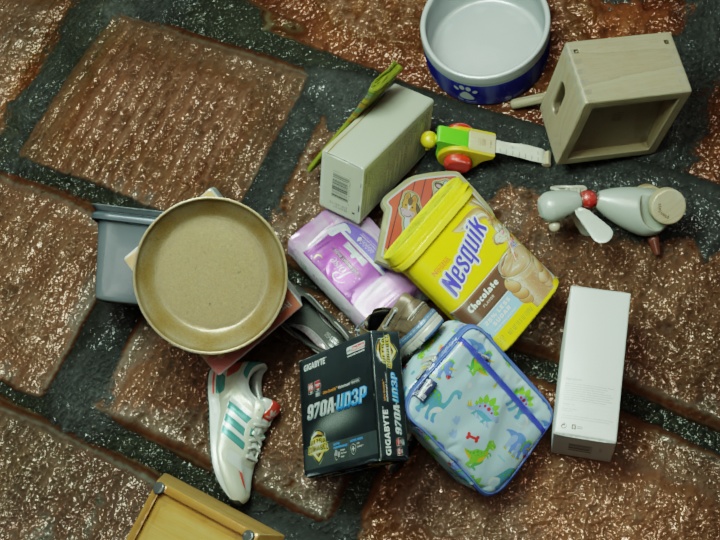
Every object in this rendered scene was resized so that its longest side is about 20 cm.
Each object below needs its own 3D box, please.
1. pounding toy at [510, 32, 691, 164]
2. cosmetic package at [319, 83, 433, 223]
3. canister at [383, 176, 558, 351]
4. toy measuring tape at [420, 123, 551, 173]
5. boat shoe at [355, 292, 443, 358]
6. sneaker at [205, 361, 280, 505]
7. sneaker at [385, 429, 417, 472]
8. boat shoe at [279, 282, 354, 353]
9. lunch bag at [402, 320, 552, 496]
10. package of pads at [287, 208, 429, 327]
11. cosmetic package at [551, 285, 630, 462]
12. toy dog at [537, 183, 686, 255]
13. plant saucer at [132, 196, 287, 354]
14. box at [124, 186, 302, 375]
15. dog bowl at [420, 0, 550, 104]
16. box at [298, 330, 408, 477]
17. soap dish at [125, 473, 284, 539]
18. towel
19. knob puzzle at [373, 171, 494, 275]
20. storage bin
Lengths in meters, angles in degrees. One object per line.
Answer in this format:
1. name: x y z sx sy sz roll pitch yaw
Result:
1. pounding toy: 0.335 -0.247 1.541 0.181 0.201 0.144 -7 65 -9
2. cosmetic package: 0.024 -0.171 1.552 0.072 0.104 0.200 25 47 19
3. canister: 0.151 -0.003 1.442 0.200 0.086 0.149 43 80 -8
4. toy measuring tape: 0.182 -0.174 1.600 0.197 0.074 0.075 10 67 -10
5. boat shoe: 0.035 0.085 1.423 0.073 0.200 0.072 48 48 1
6. sneaker: -0.156 0.217 1.479 0.092 0.070 0.202 -14 63 10
7. sneaker: 0.056 0.165 1.454 0.093 0.070 0.201 26 77 15
8. boat shoe: -0.077 0.068 1.535 0.199 0.057 0.067 38 79 22
9. lunch bag: 0.143 0.173 1.383 0.161 0.082 0.200 -47 110 -14
10. package of pads: 0.000 0.000 1.539 0.120 0.076 0.200 -39 67 -13
11. cosmetic package: 0.301 0.135 1.412 0.084 0.108 0.203 8 70 12
12. toy dog: 0.350 -0.067 1.497 0.197 0.132 0.098 0 99 18
13. plant saucer: -0.192 0.006 1.390 0.197 0.035 0.203 0 95 -4
14. box: -0.196 0.011 1.462 0.152 0.106 0.201 -39 97 -1
15. dog bowl: 0.193 -0.360 1.655 0.197 0.079 0.203 -4 67 9
16. box: -0.013 0.177 1.386 0.045 0.199 0.161 5 73 -30
17. soap dish: -0.221 0.376 1.418 0.198 0.081 0.159 22 73 19
18. towel: -0.013 -0.223 1.570 0.018 0.200 0.086 44 45 0
19. knob puzzle: 0.122 -0.067 1.526 0.217 0.031 0.222 10 58 -16
20. storage bin: -0.296 -0.012 1.568 0.197 0.146 0.136 8 85 -4
